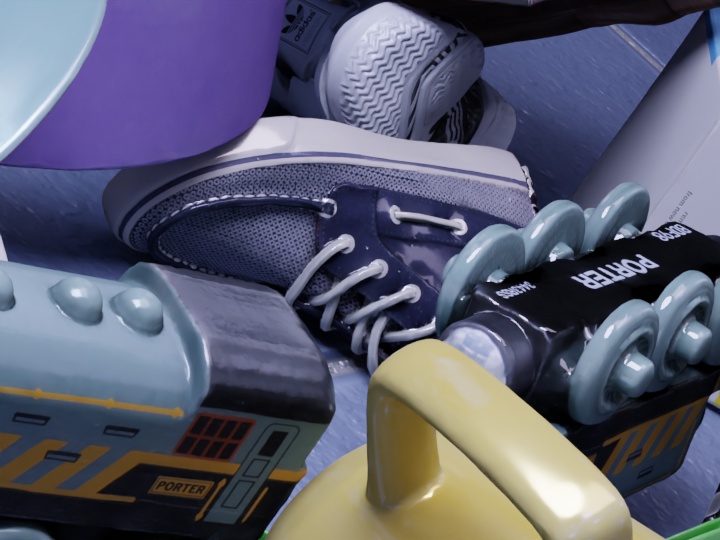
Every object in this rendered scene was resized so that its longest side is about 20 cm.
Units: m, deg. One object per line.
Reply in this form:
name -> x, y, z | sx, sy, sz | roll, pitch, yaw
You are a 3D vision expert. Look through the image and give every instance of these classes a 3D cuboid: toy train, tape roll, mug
toy train -> -0.102, 0.046, 0.830 | 0.199, 0.114, 0.085 | 12, 32, -41
tape roll -> -0.125, -0.118, 1.063 | 0.199, 0.085, 0.200 | 8, 27, -4
toy train -> 0.079, 0.039, 1.046 | 0.085, 0.114, 0.200 | 30, 23, 23
mug -> 0.049, 0.109, 0.843 | 0.149, 0.187, 0.153 | -1, 33, -42

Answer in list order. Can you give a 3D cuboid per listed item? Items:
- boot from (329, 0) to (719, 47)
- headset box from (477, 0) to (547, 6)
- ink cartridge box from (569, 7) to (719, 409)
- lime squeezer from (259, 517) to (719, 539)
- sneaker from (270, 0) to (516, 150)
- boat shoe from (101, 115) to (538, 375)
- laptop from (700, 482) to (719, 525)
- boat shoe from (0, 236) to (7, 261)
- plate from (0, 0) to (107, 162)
boot -> 0.094, -0.145, 1.350 | 0.186, 0.199, 0.065 | -33, 111, -61
headset box -> 0.041, -0.159, 1.171 | 0.148, 0.075, 0.200 | 10, 17, 29
ink cartridge box -> 0.210, -0.002, 1.302 | 0.199, 0.125, 0.129 | 29, 24, -11
lime squeezer -> 0.021, 0.104, 0.948 | 0.199, 0.071, 0.038 | 7, 40, 11
sneaker -> -0.006, -0.087, 1.209 | 0.115, 0.075, 0.200 | 36, 0, 17
boat shoe -> 0.000, 0.000, 1.105 | 0.199, 0.075, 0.093 | 0, 57, -36
laptop -> 0.206, 0.045, 1.048 | 0.200, 0.116, 0.187 | 52, 39, -15
boat shoe -> -0.155, -0.033, 0.920 | 0.070, 0.071, 0.200 | -1, 24, -21
plate -> -0.172, -0.063, 0.873 | 0.200, 0.199, 0.026 | -107, 175, -54
